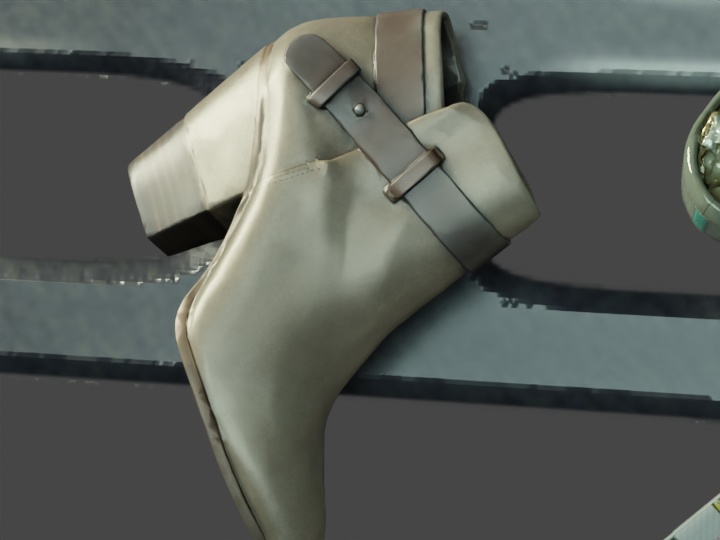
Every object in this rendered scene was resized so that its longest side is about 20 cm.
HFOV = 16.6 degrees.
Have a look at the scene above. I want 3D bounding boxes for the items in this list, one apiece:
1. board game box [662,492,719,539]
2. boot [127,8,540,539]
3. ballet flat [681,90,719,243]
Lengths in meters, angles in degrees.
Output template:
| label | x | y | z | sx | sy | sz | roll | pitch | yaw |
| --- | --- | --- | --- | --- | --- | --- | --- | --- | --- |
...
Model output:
| label | x | y | z | sx | sy | sz | roll | pitch | yaw |
| --- | --- | --- | --- | --- | --- | --- | --- | --- | --- |
| board game box | 0.163 | 0.143 | 0.867 | 0.200 | 0.064 | 0.148 | -36 | 78 | -18 |
| boot | 0.000 | 0.000 | 0.953 | 0.145 | 0.070 | 0.201 | -22 | 81 | 8 |
| ballet flat | 0.193 | -0.090 | 0.920 | 0.067 | 0.064 | 0.200 | 40 | 94 | 12 |
